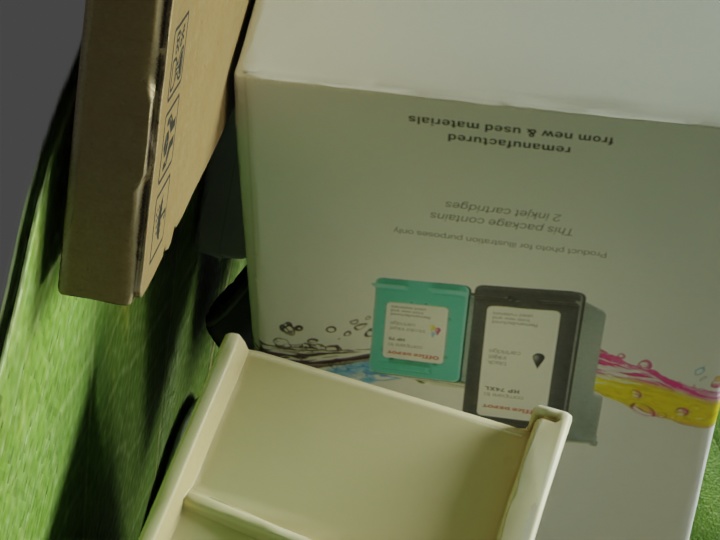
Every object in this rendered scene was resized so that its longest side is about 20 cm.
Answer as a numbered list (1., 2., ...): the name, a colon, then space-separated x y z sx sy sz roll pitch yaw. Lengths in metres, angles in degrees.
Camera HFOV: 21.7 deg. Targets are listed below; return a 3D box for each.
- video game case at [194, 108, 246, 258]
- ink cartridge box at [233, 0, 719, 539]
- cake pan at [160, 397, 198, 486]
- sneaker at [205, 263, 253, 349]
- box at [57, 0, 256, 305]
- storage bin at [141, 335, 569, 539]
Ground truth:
1. video game case: -0.026 -0.113 0.719 0.182 0.023 0.201 -70 170 -82
2. ink cartridge box: 0.047 -0.029 0.597 0.200 0.145 0.147 90 8 -49
3. cake pan: -0.065 0.151 0.737 0.200 0.037 0.201 10 90 -88
4. sneaker: 0.000 0.000 0.787 0.075 0.079 0.200 -48 -175 31
5. box: -0.033 -0.115 0.433 0.164 0.021 0.201 -77 176 -66
6. storage bin: -0.026 0.155 0.519 0.200 0.093 0.199 97 12 -59
